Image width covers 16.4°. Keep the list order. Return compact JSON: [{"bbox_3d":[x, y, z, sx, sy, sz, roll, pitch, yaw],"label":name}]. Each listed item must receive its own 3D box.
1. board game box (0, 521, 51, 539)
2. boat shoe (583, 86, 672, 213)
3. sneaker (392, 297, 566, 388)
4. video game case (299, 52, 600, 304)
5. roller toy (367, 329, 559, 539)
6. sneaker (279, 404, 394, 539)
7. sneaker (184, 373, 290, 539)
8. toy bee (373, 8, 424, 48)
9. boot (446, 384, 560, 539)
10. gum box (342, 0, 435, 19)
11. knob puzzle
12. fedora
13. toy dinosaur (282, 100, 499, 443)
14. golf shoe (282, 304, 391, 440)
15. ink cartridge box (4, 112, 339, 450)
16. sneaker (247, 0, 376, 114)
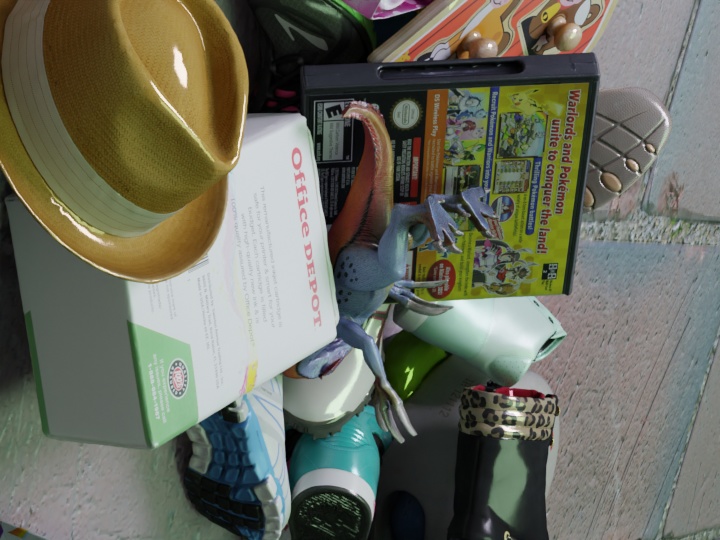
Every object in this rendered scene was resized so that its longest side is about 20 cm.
[{"bbox_3d":[-0.156,0.239,1.532,0.103,0.105,0.200,-66,154,-11],"label":"board game box"},{"bbox_3d":[0.117,-0.061,1.673,0.200,0.076,0.072,-30,-176,11],"label":"boat shoe"},{"bbox_3d":[0.096,0.009,1.816,0.074,0.118,0.201,-47,-168,35],"label":"sneaker"},{"bbox_3d":[0.051,-0.053,1.569,0.200,0.180,0.026,92,-7,-48],"label":"video game case"},{"bbox_3d":[0.063,0.148,1.862,0.200,0.139,0.183,28,82,-64],"label":"roller toy"},{"bbox_3d":[-0.028,0.150,1.760,0.200,0.083,0.121,114,-11,-55],"label":"sneaker"},{"bbox_3d":[-0.073,0.097,1.642,0.087,0.075,0.200,-57,152,-38],"label":"sneaker"},{"bbox_3d":[0.057,-0.152,1.685,0.131,0.108,0.201,-34,136,-54],"label":"toy bee"},{"bbox_3d":[0.108,0.158,1.742,0.200,0.073,0.151,7,89,-64],"label":"boot"},{"bbox_3d":[0.026,-0.223,1.552,0.200,0.113,0.066,-23,145,-57],"label":"gum box"},{"bbox_3d":[0.105,-0.144,1.592,0.219,0.030,0.220,-32,151,-21],"label":"knob puzzle"},{"bbox_3d":[-0.116,-0.097,1.312,0.200,0.082,0.201,26,55,-43],"label":"fedora"},{"bbox_3d":[0.000,0.000,1.572,0.200,0.181,0.105,56,33,-9],"label":"toy dinosaur"},{"bbox_3d":[-0.012,0.014,1.688,0.088,0.077,0.201,85,24,-63],"label":"golf shoe"},{"bbox_3d":[-0.104,0.001,1.456,0.200,0.087,0.146,-29,116,-52],"label":"ink cartridge box"},{"bbox_3d":[-0.033,-0.112,1.570,0.084,0.077,0.200,-60,151,-31],"label":"sneaker"}]
